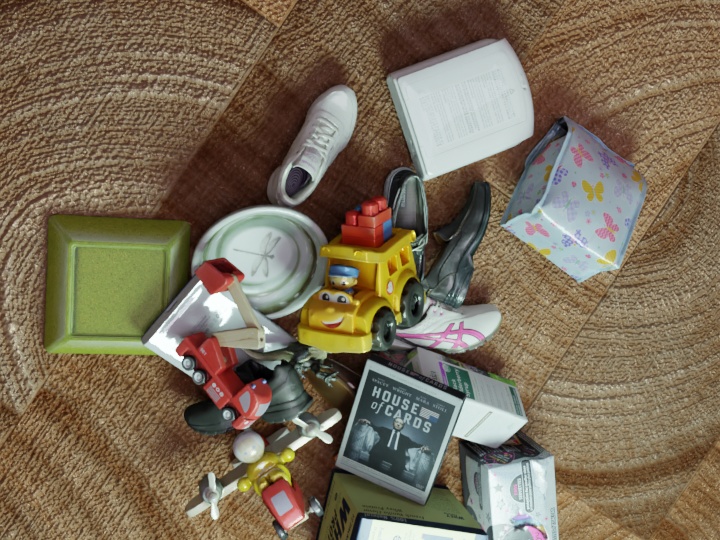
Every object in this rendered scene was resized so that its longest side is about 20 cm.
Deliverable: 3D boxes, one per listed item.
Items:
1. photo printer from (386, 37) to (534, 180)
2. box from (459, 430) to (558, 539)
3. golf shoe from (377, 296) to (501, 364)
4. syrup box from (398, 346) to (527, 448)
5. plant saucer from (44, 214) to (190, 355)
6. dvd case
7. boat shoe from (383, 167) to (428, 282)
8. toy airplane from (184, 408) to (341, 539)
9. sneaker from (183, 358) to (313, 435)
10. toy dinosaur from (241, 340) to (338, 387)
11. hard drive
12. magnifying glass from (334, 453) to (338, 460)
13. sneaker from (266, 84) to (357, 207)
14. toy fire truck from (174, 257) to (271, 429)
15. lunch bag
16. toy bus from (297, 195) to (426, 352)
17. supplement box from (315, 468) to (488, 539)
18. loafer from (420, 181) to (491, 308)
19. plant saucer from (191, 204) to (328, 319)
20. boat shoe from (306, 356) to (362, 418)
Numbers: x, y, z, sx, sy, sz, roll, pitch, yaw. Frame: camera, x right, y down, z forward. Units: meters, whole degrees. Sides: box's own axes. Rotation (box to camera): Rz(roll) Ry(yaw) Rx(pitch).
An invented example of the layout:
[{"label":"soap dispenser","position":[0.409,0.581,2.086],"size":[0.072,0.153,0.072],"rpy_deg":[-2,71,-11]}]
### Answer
[{"label":"photo printer","position":[0.155,-0.243,1.542],"size":[0.199,0.069,0.167],"rpy_deg":[-22,104,-10]},{"label":"box","position":[0.232,0.373,1.636],"size":[0.114,0.132,0.201],"rpy_deg":[-9,101,-14]},{"label":"golf shoe","position":[0.121,0.079,1.577],"size":[0.199,0.073,0.092],"rpy_deg":[-14,125,-12]},{"label":"syrup box","position":[0.146,0.194,1.578],"size":[0.200,0.079,0.081],"rpy_deg":[22,126,-29]},{"label":"plant saucer","position":[-0.343,0.027,1.480],"size":[0.199,0.048,0.201],"rpy_deg":[2,100,-14]},{"label":"dvd case","position":[0.055,0.232,1.517],"size":[0.150,0.025,0.201],"rpy_deg":[22,120,11]},{"label":"boat shoe","position":[0.064,-0.051,1.552],"size":[0.072,0.071,0.201],"rpy_deg":[-7,102,-12]},{"label":"toy airplane","position":[-0.140,0.272,1.499],"size":[0.141,0.199,0.200],"rpy_deg":[60,40,-37]},{"label":"sneaker","position":[-0.166,0.174,1.484],"size":[0.199,0.076,0.091],"rpy_deg":[-15,105,19]},{"label":"toy dinosaur","position":[-0.082,0.126,1.510],"size":[0.199,0.088,0.048],"rpy_deg":[0,121,-35]},{"label":"hard drive","position":[-0.198,0.103,1.506],"size":[0.132,0.025,0.200],"rpy_deg":[-49,125,1]},{"label":"magnifying glass","position":[0.040,0.231,1.622],"size":[0.200,0.022,0.080],"rpy_deg":[-43,104,-2]},{"label":"sneaker","position":[-0.059,-0.171,1.488],"size":[0.075,0.100,0.200],"rpy_deg":[29,90,-14]},{"label":"toy fire truck","position":[-0.175,0.098,1.414],"size":[0.141,0.049,0.200],"rpy_deg":[-45,78,23]},{"label":"lunch bag","position":[0.329,-0.111,1.578],"size":[0.169,0.127,0.200],"rpy_deg":[33,65,-16]},{"label":"toy bus","position":[0.000,0.000,1.457],"size":[0.135,0.200,0.193],"rpy_deg":[9,115,27]},{"label":"supplement box","position":[0.055,0.406,1.564],"size":[0.199,0.200,0.135],"rpy_deg":[11,97,-15]},{"label":"loafer","position":[0.144,-0.047,1.561],"size":[0.072,0.073,0.201],"rpy_deg":[18,73,-1]},{"label":"plant saucer","position":[-0.144,-0.019,1.498],"size":[0.199,0.050,0.201],"rpy_deg":[-8,127,-10]},{"label":"boat shoe","position":[0.010,0.195,1.580],"size":[0.200,0.070,0.070],"rpy_deg":[41,55,-1]}]
